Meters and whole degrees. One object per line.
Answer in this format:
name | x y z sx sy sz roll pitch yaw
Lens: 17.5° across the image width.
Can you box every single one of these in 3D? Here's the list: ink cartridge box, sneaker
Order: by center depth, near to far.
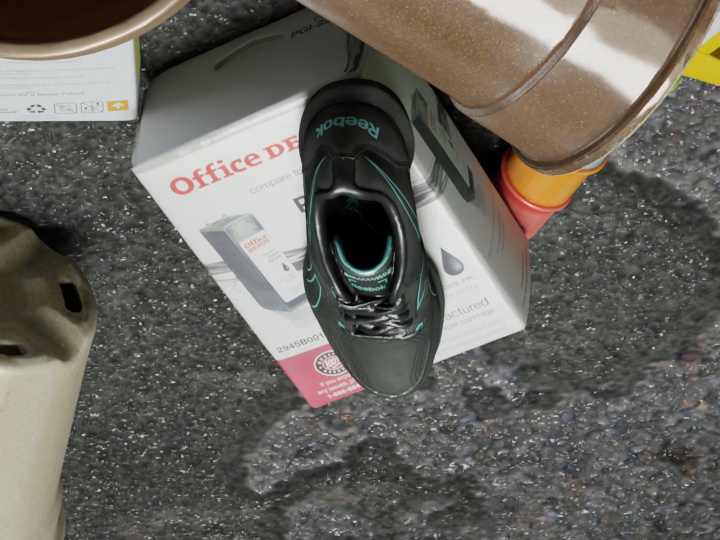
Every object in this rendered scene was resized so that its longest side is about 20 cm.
ink cartridge box | -0.211 -0.137 1.171 0.196 0.047 0.200 1 154 -4
sneaker | 0.000 0.000 1.209 0.075 0.080 0.201 -6 130 7
ink cartridge box | -0.013 -0.036 1.285 0.145 0.085 0.200 -22 124 20

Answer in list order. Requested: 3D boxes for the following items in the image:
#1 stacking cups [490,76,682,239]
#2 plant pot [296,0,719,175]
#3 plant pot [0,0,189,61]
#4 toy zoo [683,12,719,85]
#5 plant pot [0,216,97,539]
stacking cups | 0.125 -0.082 1.291 0.060 0.061 0.200 12 139 -21
plant pot | 0.045 -0.173 1.072 0.197 0.201 0.200 23 135 -22
plant pot | -0.137 -0.190 1.025 0.200 0.202 0.093 -8 180 5
toy zoo | 0.199 -0.144 1.134 0.131 0.021 0.200 21 145 -24
plant pot | -0.243 0.072 1.372 0.199 0.201 0.184 12 128 -20
